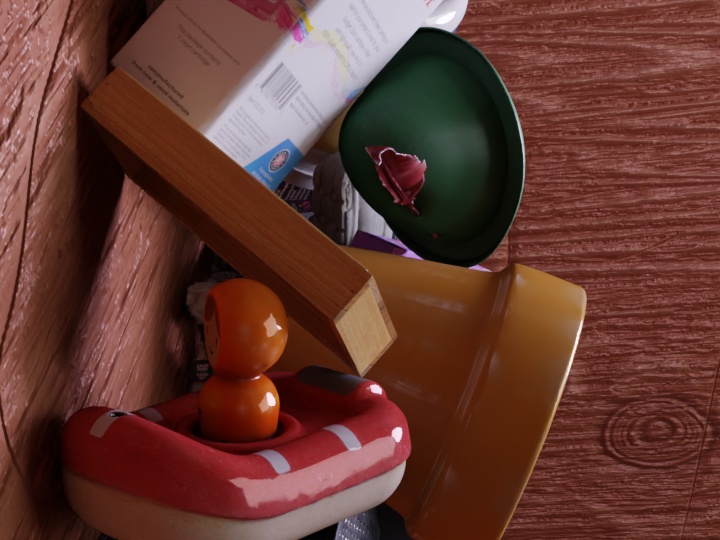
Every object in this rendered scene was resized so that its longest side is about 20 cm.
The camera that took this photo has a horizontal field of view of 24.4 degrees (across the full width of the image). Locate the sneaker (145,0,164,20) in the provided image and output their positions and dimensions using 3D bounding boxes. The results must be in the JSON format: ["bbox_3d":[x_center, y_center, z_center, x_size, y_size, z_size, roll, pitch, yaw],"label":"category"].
[{"bbox_3d":[-0.108,-0.202,1.148,0.200,0.072,0.113,39,30,-70],"label":"sneaker"}]

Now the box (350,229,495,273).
[{"bbox_3d":[0.033,0.050,1.299,0.199,0.039,0.138,14,99,-61],"label":"box"}]

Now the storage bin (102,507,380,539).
[{"bbox_3d":[-0.066,0.162,0.985,0.200,0.134,0.095,-74,159,-67],"label":"storage bin"}]

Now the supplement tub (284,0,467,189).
[{"bbox_3d":[-0.012,-0.173,1.301,0.201,0.143,0.146,118,-19,-47],"label":"supplement tub"}]

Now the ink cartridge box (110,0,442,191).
[{"bbox_3d":[-0.042,-0.158,1.052,0.085,0.200,0.145,43,0,18],"label":"ink cartridge box"}]

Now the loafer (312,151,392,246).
[{"bbox_3d":[0.000,0.000,1.308,0.070,0.069,0.202,38,-48,46],"label":"loafer"}]

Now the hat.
[{"bbox_3d":[-0.002,-0.070,1.107,0.166,0.175,0.201,47,-43,26],"label":"hat"}]

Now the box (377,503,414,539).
[{"bbox_3d":[0.004,0.230,1.273,0.201,0.078,0.141,-60,-178,-4],"label":"box"}]

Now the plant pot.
[{"bbox_3d":[0.032,0.072,1.129,0.200,0.182,0.202,22,90,-89],"label":"plant pot"}]

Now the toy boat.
[{"bbox_3d":[-0.066,0.069,0.880,0.199,0.130,0.132,-15,110,-47],"label":"toy boat"}]

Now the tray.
[{"bbox_3d":[-0.067,-0.028,0.945,0.037,0.200,0.099,-46,159,-9],"label":"tray"}]

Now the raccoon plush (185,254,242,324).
[{"bbox_3d":[-0.085,0.049,1.230,0.199,0.096,0.136,-20,122,-53],"label":"raccoon plush"}]

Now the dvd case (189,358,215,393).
[{"bbox_3d":[-0.096,0.178,1.177,0.146,0.022,0.202,66,20,-69],"label":"dvd case"}]

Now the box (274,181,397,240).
[{"bbox_3d":[-0.025,0.033,1.426,0.132,0.113,0.202,-67,151,-71],"label":"box"}]
